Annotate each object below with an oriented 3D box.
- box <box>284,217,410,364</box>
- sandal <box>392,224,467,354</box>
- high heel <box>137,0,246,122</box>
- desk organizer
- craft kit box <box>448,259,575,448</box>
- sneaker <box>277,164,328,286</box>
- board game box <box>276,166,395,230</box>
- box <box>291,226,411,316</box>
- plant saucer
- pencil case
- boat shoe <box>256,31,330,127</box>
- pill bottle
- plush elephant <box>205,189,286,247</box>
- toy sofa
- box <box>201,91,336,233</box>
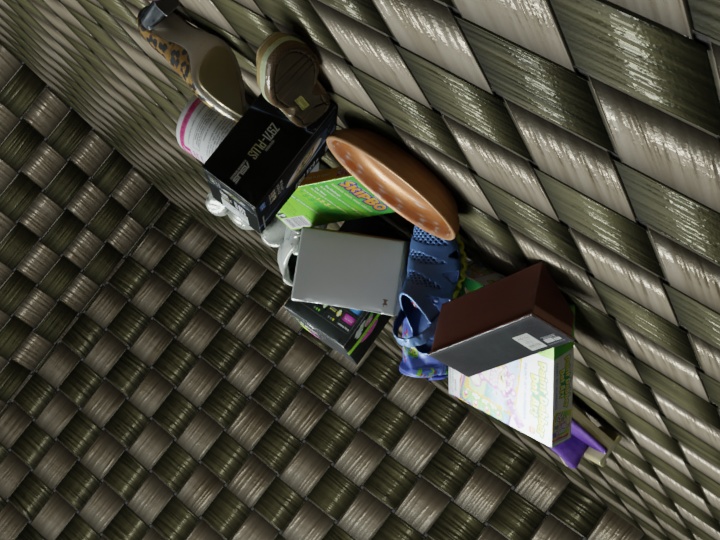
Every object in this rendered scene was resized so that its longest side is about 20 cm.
[{"bbox_3d":[-0.007,0.026,2.070,0.124,0.200,0.149,33,173,15],"label":"box"},{"bbox_3d":[0.087,0.025,1.710,0.079,0.200,0.087,11,-164,43],"label":"sandal"},{"bbox_3d":[-0.220,-0.273,1.716,0.200,0.071,0.143,56,163,-9],"label":"high heel"},{"bbox_3d":[0.177,0.063,1.610,0.072,0.077,0.200,30,148,-25],"label":"desk organizer"},{"bbox_3d":[0.198,0.109,1.726,0.197,0.048,0.200,22,125,42],"label":"craft kit box"},{"bbox_3d":[-0.079,-0.065,1.972,0.070,0.201,0.080,11,-153,-8],"label":"sneaker"},{"bbox_3d":[-0.038,-0.102,1.785,0.200,0.030,0.096,-6,147,32],"label":"board game box"},{"bbox_3d":[0.000,0.000,1.880,0.152,0.107,0.200,9,-178,10],"label":"box"},{"bbox_3d":[0.046,-0.113,1.595,0.200,0.037,0.200,38,173,5],"label":"plant saucer"},{"bbox_3d":[0.100,0.057,1.813,0.078,0.200,0.087,-4,-161,-22],"label":"pencil case"},{"bbox_3d":[-0.090,-0.225,1.457,0.076,0.072,0.200,52,175,15],"label":"boat shoe"},{"bbox_3d":[-0.164,-0.180,1.901,0.200,0.113,0.113,35,172,24],"label":"pill bottle"},{"bbox_3d":[-0.158,-0.124,2.054,0.165,0.155,0.200,39,173,-13],"label":"plush elephant"},{"bbox_3d":[0.350,0.266,2.267,0.200,0.098,0.083,41,173,-15],"label":"toy sofa"},{"bbox_3d":[-0.113,-0.148,1.649,0.086,0.164,0.200,37,172,3],"label":"box"}]
